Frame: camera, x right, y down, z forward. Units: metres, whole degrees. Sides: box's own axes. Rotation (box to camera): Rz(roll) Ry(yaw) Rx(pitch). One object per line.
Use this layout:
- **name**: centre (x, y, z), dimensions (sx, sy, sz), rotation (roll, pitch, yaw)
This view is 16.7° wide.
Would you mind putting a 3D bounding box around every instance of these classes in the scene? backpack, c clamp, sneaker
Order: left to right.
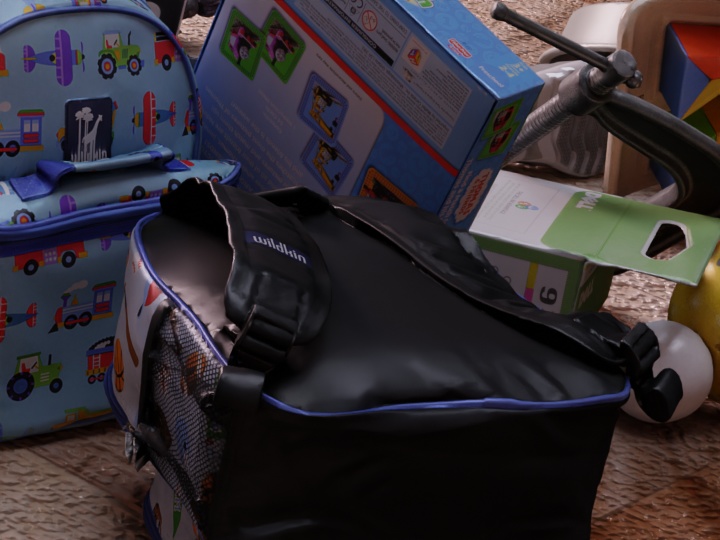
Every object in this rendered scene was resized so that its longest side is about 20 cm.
- **backpack**: centre (-0.142, -0.045, 1.069), dimensions (0.182, 0.201, 0.134), rotation (-6, 26, -40)
- **backpack**: centre (-0.009, 0.046, 0.963), dimensions (0.199, 0.155, 0.191), rotation (6, 28, -29)
- **sneaker**: centre (0.094, -0.103, 1.528), dimensions (0.199, 0.075, 0.082), rotation (-4, 20, -40)
- **c clamp**: centre (0.103, -0.059, 1.247), dimensions (0.170, 0.200, 0.027), rotation (25, 61, -13)

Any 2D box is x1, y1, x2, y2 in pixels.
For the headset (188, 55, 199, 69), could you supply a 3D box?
- **headset**: centre (-0.080, -0.087, 1.257), dimensions (0.123, 0.094, 0.200), rotation (10, -11, -13)

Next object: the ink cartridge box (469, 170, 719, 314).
- **ink cartridge box**: centre (0.072, -0.006, 1.205), dimensions (0.199, 0.060, 0.104), rotation (13, 20, 13)

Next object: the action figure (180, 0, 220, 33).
- **action figure**: centre (-0.165, -0.197, 1.617), dimensions (0.118, 0.103, 0.200), rotation (9, 18, 31)

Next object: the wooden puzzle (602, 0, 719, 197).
- **wooden puzzle**: centre (0.236, -0.114, 1.426), dimensions (0.199, 0.186, 0.046), rotation (-23, 59, -12)

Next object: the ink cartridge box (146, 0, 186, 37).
- **ink cartridge box**: centre (-0.196, -0.157, 1.367), dimensions (0.197, 0.200, 0.044), rotation (8, 53, -9)

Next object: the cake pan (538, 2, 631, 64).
- **cake pan**: centre (0.217, -0.130, 1.595), dimensions (0.199, 0.037, 0.200), rotation (14, -7, 2)

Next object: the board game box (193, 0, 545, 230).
- **board game box**: centre (-0.016, -0.053, 1.090), dimensions (0.037, 0.200, 0.151), rotation (-21, 58, -44)

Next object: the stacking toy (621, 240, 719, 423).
- **stacking toy**: centre (0.203, 0.022, 1.212), dimensions (0.200, 0.147, 0.146), rotation (-25, 37, -33)
